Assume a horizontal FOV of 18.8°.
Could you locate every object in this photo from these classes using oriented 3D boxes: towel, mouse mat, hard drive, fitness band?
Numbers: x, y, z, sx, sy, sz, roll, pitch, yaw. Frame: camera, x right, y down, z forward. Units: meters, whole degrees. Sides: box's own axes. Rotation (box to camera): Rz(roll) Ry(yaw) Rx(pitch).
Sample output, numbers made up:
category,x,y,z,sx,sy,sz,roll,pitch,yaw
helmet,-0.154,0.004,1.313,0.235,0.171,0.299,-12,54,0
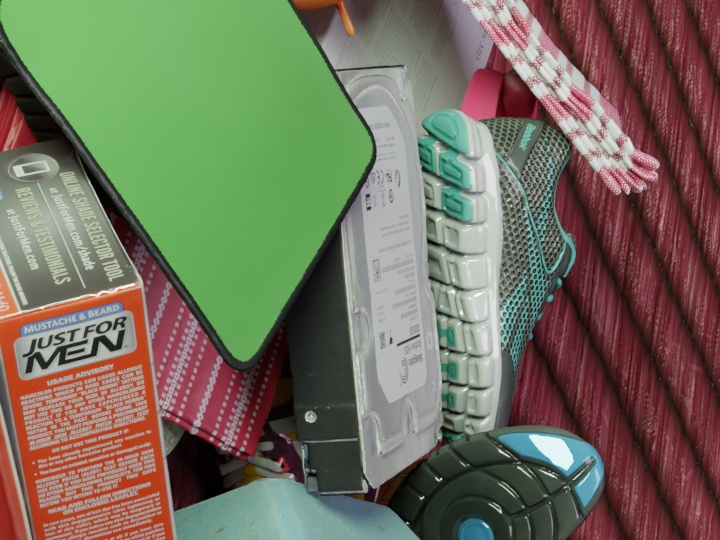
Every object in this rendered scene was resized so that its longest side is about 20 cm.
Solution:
category,x,y,z,sx,sy,sz,roll,pitch,yaw
towel,0.089,-0.138,1.204,0.200,0.030,0.146,50,10,-18
mouse mat,-0.067,-0.078,0.919,0.200,0.008,0.161,56,43,-27
hard drive,0.000,0.000,1.071,0.140,0.038,0.200,-17,103,-71
fitness band,0.071,-0.044,1.300,0.200,0.037,0.144,50,55,-80
towel,-0.101,-0.013,1.009,0.200,0.022,0.145,35,64,-40

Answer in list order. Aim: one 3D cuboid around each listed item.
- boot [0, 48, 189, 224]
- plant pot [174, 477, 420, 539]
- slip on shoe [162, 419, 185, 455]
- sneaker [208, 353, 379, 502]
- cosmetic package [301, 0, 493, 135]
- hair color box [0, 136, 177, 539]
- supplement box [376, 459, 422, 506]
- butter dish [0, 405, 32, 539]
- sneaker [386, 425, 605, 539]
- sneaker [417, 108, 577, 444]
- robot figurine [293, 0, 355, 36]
category,x,y,z,sx,sy,sz,roll,pitch,yaw
boot,-0.093,-0.119,0.941,0.138,0.077,0.200,-50,119,-27
plant pot,-0.042,0.215,1.054,0.196,0.196,0.200,24,49,-55
slip on shoe,-0.117,-0.003,1.049,0.074,0.061,0.200,-7,92,-46
sneaker,-0.047,0.091,1.148,0.200,0.075,0.090,39,56,-48
cosmetic package,0.013,-0.132,1.271,0.151,0.052,0.200,52,48,-42
hair color box,-0.123,0.059,0.905,0.064,0.111,0.200,-14,129,-15
supplement box,0.065,0.212,1.327,0.067,0.069,0.200,-48,129,-48
butter dish,-0.216,0.054,0.828,0.148,0.199,0.200,-14,105,-15
sneaker,0.048,0.135,1.147,0.082,0.200,0.073,-7,69,-60
sneaker,0.080,0.008,1.180,0.091,0.078,0.200,-11,113,-29
robot figurine,-0.042,-0.216,1.099,0.117,0.144,0.200,-62,147,-40
